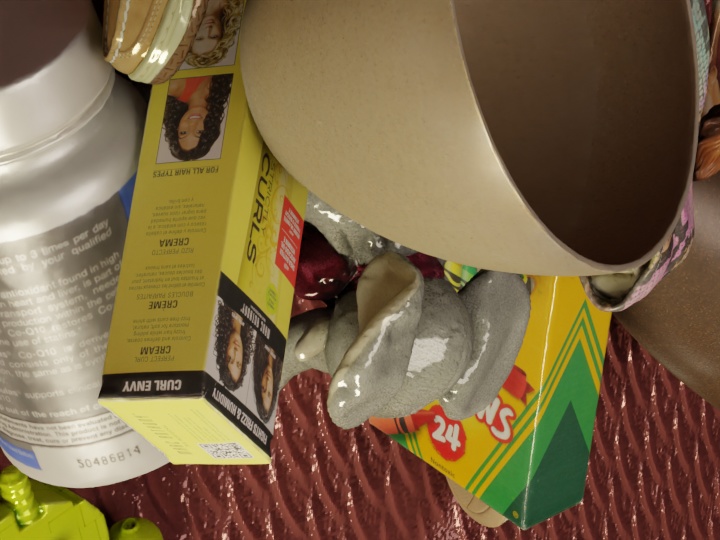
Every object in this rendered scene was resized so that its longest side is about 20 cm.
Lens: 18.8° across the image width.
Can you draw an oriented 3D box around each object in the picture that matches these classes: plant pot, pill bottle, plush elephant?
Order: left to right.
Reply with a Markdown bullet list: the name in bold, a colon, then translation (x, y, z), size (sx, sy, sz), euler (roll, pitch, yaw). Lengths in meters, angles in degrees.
- **pill bottle**: translation (-0.131, -0.016, 0.926), size (0.114, 0.113, 0.201), euler (-39, 133, -29)
- **plush elephant**: translation (0.000, 0.000, 0.999), size (0.164, 0.198, 0.156), euler (20, 73, -56)
- **plant pot**: translation (0.031, -0.089, 0.861), size (0.200, 0.134, 0.202), euler (21, 64, -53)
- **plant pot**: translation (0.205, -0.020, 1.252), size (0.199, 0.186, 0.188), euler (23, 90, -44)

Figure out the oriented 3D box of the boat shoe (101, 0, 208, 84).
- **boat shoe**: translation (-0.086, -0.177, 0.850), size (0.076, 0.072, 0.202), euler (11, 86, -23)

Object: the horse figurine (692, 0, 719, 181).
- **horse figurine**: translation (0.156, -0.107, 1.062), size (0.049, 0.201, 0.133), euler (0, 129, -3)

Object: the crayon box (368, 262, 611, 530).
- **crayon box**: translation (0.069, 0.018, 1.135), size (0.051, 0.127, 0.202), euler (-19, 126, -37)

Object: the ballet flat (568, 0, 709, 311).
- **ballet flat**: translation (0.118, -0.067, 0.970), size (0.071, 0.068, 0.201), euler (-61, 151, -50)

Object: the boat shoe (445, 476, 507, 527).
- **boat shoe**: translation (0.084, 0.047, 1.226), size (0.064, 0.072, 0.202), euler (-17, 114, -36)

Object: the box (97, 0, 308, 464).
- **box**: translation (-0.057, -0.027, 0.891), size (0.075, 0.050, 0.202), euler (51, 41, -56)

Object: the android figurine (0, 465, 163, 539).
- **android figurine**: translation (-0.165, 0.183, 1.038), size (0.181, 0.041, 0.201), euler (-33, 131, -34)
